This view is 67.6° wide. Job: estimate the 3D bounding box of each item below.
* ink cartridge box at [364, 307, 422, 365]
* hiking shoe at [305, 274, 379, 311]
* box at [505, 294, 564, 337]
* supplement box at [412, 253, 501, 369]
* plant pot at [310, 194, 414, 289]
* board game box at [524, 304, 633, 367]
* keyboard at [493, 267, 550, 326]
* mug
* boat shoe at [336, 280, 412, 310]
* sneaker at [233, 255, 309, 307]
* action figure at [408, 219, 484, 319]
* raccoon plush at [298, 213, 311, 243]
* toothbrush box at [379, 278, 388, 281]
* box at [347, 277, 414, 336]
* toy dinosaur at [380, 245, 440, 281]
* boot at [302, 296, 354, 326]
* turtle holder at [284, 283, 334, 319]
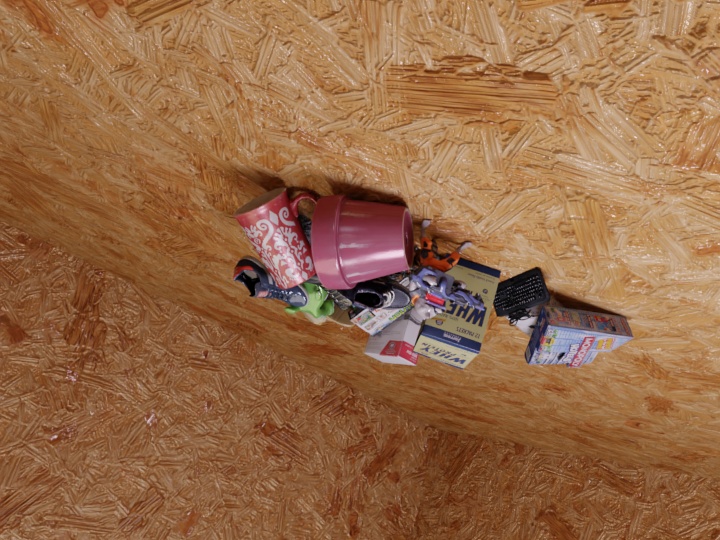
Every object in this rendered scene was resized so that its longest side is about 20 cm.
[{"bbox_3d":[0.110,0.159,1.533,0.083,0.201,0.147,31,158,-34],"label":"ink cartridge box"},{"bbox_3d":[-0.056,0.049,1.301,0.199,0.101,0.076,12,-158,2],"label":"hiking shoe"},{"bbox_3d":[0.462,0.132,1.322,0.200,0.060,0.116,34,156,-32],"label":"box"},{"bbox_3d":[0.224,0.104,1.281,0.134,0.200,0.200,18,160,6],"label":"supplement box"},{"bbox_3d":[0.013,-0.063,1.115,0.178,0.201,0.200,-3,153,16],"label":"plant pot"},{"bbox_3d":[0.499,0.161,1.232,0.199,0.062,0.200,0,138,2],"label":"board game box"},{"bbox_3d":[0.351,0.069,1.217,0.040,0.104,0.200,-15,169,-20],"label":"keyboard"},{"bbox_3d":[-0.166,-0.073,1.212,0.177,0.133,0.200,-12,114,31],"label":"mug"},{"bbox_3d":[0.047,0.065,1.229,0.199,0.075,0.093,11,-164,-27],"label":"boat shoe"},{"bbox_3d":[-0.222,0.046,1.313,0.200,0.085,0.075,29,125,-8],"label":"sneaker"},{"bbox_3d":[0.170,0.019,1.130,0.200,0.194,0.104,31,158,-26],"label":"action figure"},{"bbox_3d":[-0.149,-0.060,1.323,0.199,0.134,0.097,13,157,22],"label":"raccoon plush"},{"bbox_3d":[-0.039,0.037,1.534,0.146,0.086,0.200,35,157,-31],"label":"toothbrush box"},{"bbox_3d":[0.075,0.091,1.452,0.200,0.035,0.110,-38,130,17],"label":"box"},{"bbox_3d":[0.084,-0.008,1.253,0.200,0.102,0.136,-29,155,4],"label":"toy dinosaur"},{"bbox_3d":[-0.097,0.120,1.563,0.200,0.073,0.156,25,157,10],"label":"boot"},{"bbox_3d":[-0.132,0.036,1.413,0.185,0.132,0.141,33,125,-2],"label":"turtle holder"}]
